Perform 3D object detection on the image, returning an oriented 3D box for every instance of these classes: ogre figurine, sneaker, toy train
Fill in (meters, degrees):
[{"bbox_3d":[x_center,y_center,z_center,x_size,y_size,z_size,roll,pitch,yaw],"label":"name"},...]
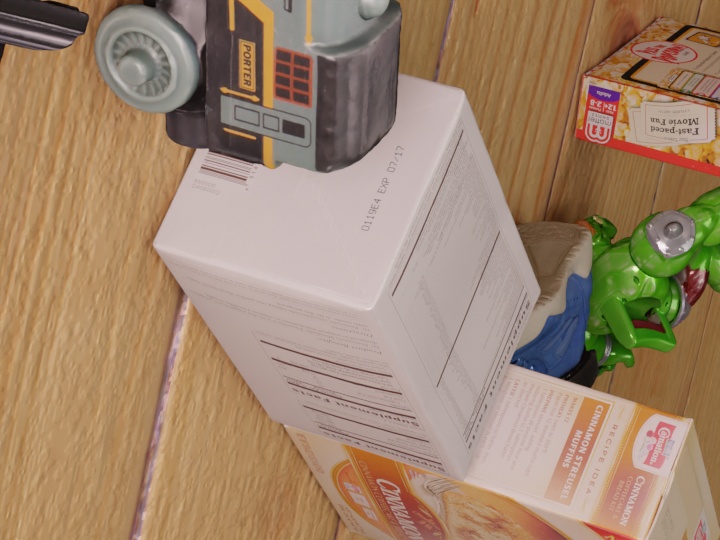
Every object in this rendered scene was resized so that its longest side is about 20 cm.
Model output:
[{"bbox_3d":[0.187,0.006,1.583,0.120,0.199,0.099,-7,79,-51],"label":"ogre figurine"},{"bbox_3d":[0.089,0.052,1.438,0.200,0.076,0.112,-44,135,-63],"label":"sneaker"},{"bbox_3d":[-0.038,-0.131,0.939,0.085,0.113,0.201,-46,146,-51],"label":"toy train"}]

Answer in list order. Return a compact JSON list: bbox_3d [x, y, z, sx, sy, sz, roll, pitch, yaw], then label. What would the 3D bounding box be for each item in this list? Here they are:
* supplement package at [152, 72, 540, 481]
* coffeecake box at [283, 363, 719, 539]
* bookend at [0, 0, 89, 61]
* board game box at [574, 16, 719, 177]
[{"bbox_3d":[0.000,0.000,1.134,0.114,0.109,0.200,-66,157,-20],"label":"supplement package"},{"bbox_3d":[0.078,0.109,1.284,0.073,0.199,0.154,-65,157,-21],"label":"coffeecake box"},{"bbox_3d":[-0.185,0.000,0.697,0.199,0.092,0.201,6,100,-69],"label":"bookend"},{"bbox_3d":[0.258,-0.104,1.579,0.151,0.199,0.047,-37,139,-56],"label":"board game box"}]
